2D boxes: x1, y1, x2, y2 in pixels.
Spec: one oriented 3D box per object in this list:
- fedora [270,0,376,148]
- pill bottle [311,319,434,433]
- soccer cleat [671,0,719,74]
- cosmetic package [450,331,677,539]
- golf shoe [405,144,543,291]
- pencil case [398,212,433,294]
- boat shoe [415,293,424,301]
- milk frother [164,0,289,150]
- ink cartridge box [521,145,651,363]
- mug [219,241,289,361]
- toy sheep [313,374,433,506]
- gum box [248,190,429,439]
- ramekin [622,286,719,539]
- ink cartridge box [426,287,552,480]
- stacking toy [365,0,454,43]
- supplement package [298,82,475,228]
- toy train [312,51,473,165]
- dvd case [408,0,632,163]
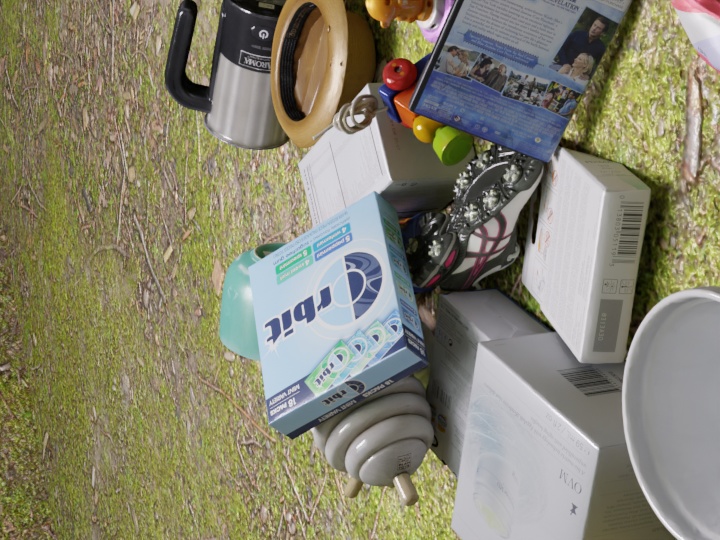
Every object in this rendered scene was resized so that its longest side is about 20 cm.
[{"bbox_3d":[-0.037,-0.243,1.758,0.200,0.081,0.203,-1,89,61],"label":"fedora"},{"bbox_3d":[0.014,0.124,1.694,0.200,0.103,0.105,-53,49,54],"label":"pill bottle"},{"bbox_3d":[0.298,-0.160,1.134,0.201,0.066,0.077,61,176,30],"label":"soccer cleat"},{"bbox_3d":[0.187,0.189,1.337,0.199,0.122,0.202,42,132,54],"label":"cosmetic package"},{"bbox_3d":[0.127,-0.052,1.473,0.200,0.087,0.078,-47,36,40],"label":"golf shoe"},{"bbox_3d":[0.000,0.000,1.605,0.198,0.078,0.087,-14,119,26],"label":"pencil case"},{"bbox_3d":[-0.025,0.021,1.694,0.198,0.065,0.073,-7,87,31],"label":"boat shoe"},{"bbox_3d":[-0.144,-0.293,1.940,0.200,0.179,0.190,-57,-16,-55],"label":"milk frother"},{"bbox_3d":[0.202,-0.027,1.376,0.200,0.049,0.163,-112,25,-68],"label":"ink cartridge box"},{"bbox_3d":[-0.081,0.037,1.837,0.183,0.152,0.116,15,111,22],"label":"mug"},{"bbox_3d":[0.012,0.154,1.523,0.201,0.137,0.138,57,143,29],"label":"toy sheep"},{"bbox_3d":[-0.027,0.043,1.499,0.169,0.044,0.201,-30,48,22],"label":"gum box"},{"bbox_3d":[0.296,0.109,1.121,0.200,0.104,0.203,22,114,61],"label":"ramekin"},{"bbox_3d":[0.126,0.136,1.498,0.136,0.076,0.202,-136,48,-57],"label":"ink cartridge box"},{"bbox_3d":[0.091,-0.239,1.365,0.110,0.198,0.117,29,118,59],"label":"stacking toy"},{"bbox_3d":[0.026,-0.110,1.621,0.200,0.108,0.115,-41,59,58],"label":"supplement package"},{"bbox_3d":[0.064,-0.145,1.465,0.116,0.199,0.085,54,176,32],"label":"toy train"},{"bbox_3d":[0.142,-0.201,1.322,0.018,0.141,0.201,-81,13,-55],"label":"dvd case"}]
